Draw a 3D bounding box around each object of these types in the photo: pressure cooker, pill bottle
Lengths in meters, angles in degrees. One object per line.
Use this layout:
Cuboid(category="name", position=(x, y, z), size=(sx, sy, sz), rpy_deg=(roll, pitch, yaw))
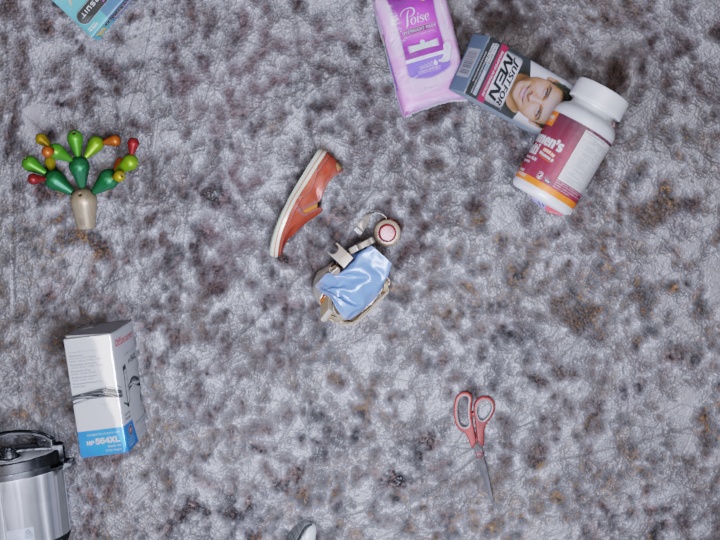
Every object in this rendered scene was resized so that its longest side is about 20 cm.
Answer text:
Cuboid(category="pressure cooker", position=(-0.578, 0.369, 1.714), size=(0.177, 0.176, 0.202), rpy_deg=(-5, 94, 30))
Cuboid(category="pill bottle", position=(0.338, -0.200, 1.636), size=(0.109, 0.110, 0.201), rpy_deg=(29, 97, -2))

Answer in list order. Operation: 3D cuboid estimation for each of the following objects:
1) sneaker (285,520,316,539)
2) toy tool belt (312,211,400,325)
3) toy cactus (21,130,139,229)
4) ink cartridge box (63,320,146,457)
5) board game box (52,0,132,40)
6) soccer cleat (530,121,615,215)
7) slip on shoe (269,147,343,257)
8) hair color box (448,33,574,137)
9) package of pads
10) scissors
Cuboid(category="sneaker", position=(-0.098, 0.534, 1.793), size=(0.086, 0.075, 0.202), rpy_deg=(8, 103, -12))
Cuboid(category="toy tool belt", position=(0.000, 0.000, 1.703), size=(0.125, 0.123, 0.200), rpy_deg=(39, 94, -4))
Cuboid(category="toy cactus", position=(-0.466, -0.151, 1.715), size=(0.198, 0.102, 0.167), rpy_deg=(-5, 106, -8))
Cuboid(category="ink cartridge box", position=(-0.425, 0.194, 1.714), size=(0.084, 0.146, 0.202), rpy_deg=(-6, 96, 2))
Cuboid(category="board game box", position=(-0.465, -0.509, 1.693), size=(0.200, 0.047, 0.151), rpy_deg=(42, 95, -3))
Cuboid(category="soccer cleat", position=(0.359, -0.188, 1.713), size=(0.076, 0.067, 0.201), rpy_deg=(26, 98, 2))
Cuboid(category="slip on shoe", position=(-0.095, -0.107, 1.721), size=(0.061, 0.074, 0.201), rpy_deg=(31, 90, -6))
Cuboid(category="hair color box", position=(0.252, -0.296, 1.664), size=(0.199, 0.061, 0.100), rpy_deg=(22, 96, -28))
Cuboid(category="package of pads", position=(0.102, -0.364, 1.689), size=(0.119, 0.076, 0.202), rpy_deg=(-15, 96, -2))
Cuboid(category="scissors", position=(0.199, 0.311, 1.790), size=(0.072, 0.014, 0.202), rpy_deg=(-1, 97, -2))
